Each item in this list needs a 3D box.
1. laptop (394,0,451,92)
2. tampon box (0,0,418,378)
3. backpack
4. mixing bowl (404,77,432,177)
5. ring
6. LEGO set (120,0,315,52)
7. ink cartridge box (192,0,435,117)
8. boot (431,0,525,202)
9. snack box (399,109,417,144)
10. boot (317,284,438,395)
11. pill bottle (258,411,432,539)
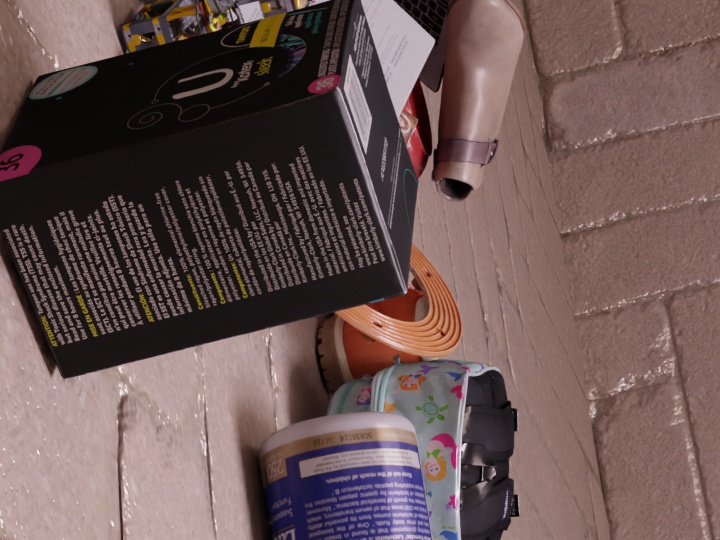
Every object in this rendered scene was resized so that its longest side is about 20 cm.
[{"bbox_3d":[-0.014,-0.258,1.918,0.187,0.116,0.200,42,-34,20],"label":"laptop"},{"bbox_3d":[-0.082,-0.049,1.176,0.150,0.199,0.127,-83,157,-63],"label":"tampon box"},{"bbox_3d":[0.049,0.156,1.691,0.200,0.150,0.179,3,89,-83],"label":"backpack"},{"bbox_3d":[0.000,-0.138,1.917,0.200,0.108,0.201,-14,90,-78],"label":"mixing bowl"},{"bbox_3d":[0.000,0.000,1.738,0.200,0.019,0.201,33,24,-17],"label":"ring"},{"bbox_3d":[-0.077,-0.151,1.480,0.200,0.115,0.155,-47,125,-69],"label":"LEGO set"},{"bbox_3d":[-0.047,-0.181,1.672,0.200,0.041,0.200,43,44,-17],"label":"ink cartridge box"},{"bbox_3d":[0.098,-0.147,1.889,0.200,0.070,0.147,69,33,-73],"label":"boot"},{"bbox_3d":[-0.010,-0.084,1.757,0.072,0.024,0.200,35,39,-9],"label":"snack box"},{"bbox_3d":[0.027,0.040,1.861,0.200,0.107,0.075,-83,156,-64],"label":"boot"},{"bbox_3d":[-0.003,0.209,1.497,0.116,0.115,0.201,46,32,-69],"label":"pill bottle"}]
